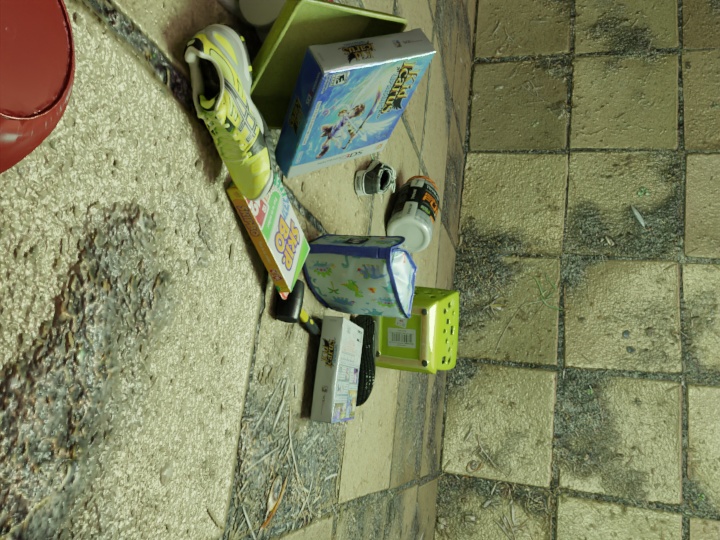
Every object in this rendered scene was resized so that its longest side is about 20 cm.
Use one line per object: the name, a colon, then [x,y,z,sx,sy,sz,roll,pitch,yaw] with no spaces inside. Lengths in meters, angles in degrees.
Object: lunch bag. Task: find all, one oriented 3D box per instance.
lunch bag: [0.000,0.000,1.077,0.200,0.166,0.130,46,49,-65]

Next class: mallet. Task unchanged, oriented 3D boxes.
mallet: [-0.096,0.085,1.004,0.201,0.040,0.067,72,25,-58]

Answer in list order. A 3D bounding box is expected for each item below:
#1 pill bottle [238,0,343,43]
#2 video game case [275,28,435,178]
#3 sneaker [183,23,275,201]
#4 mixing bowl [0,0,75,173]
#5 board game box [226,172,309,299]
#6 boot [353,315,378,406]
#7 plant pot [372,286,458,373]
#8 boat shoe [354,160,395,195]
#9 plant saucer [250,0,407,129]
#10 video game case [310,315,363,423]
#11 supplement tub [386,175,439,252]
pill bottle: [-0.078,-0.342,0.842,0.199,0.108,0.114,2,90,-65]
video game case: [-0.013,-0.223,0.825,0.179,0.046,0.201,-24,162,-31]
sneaker: [-0.158,-0.174,0.708,0.076,0.074,0.204,-48,128,-53]
mixing bowl: [-0.242,-0.136,0.349,0.200,0.106,0.206,2,90,-73]
board game box: [-0.122,-0.061,0.864,0.097,0.029,0.203,-70,151,-44]
boot: [0.013,0.200,1.344,0.131,0.066,0.205,55,42,-73]
plant pot: [0.127,0.148,1.499,0.181,0.196,0.204,-9,101,-67]
boat shoe: [0.046,-0.209,1.373,0.199,0.066,0.076,-32,123,-70]
plant saucer: [-0.063,-0.271,0.788,0.198,0.200,0.048,-14,66,-47]
video game case: [-0.041,0.190,1.157,0.200,0.044,0.186,47,47,-74]
supplement tub: [0.145,-0.156,1.624,0.124,0.120,0.202,76,23,-43]
